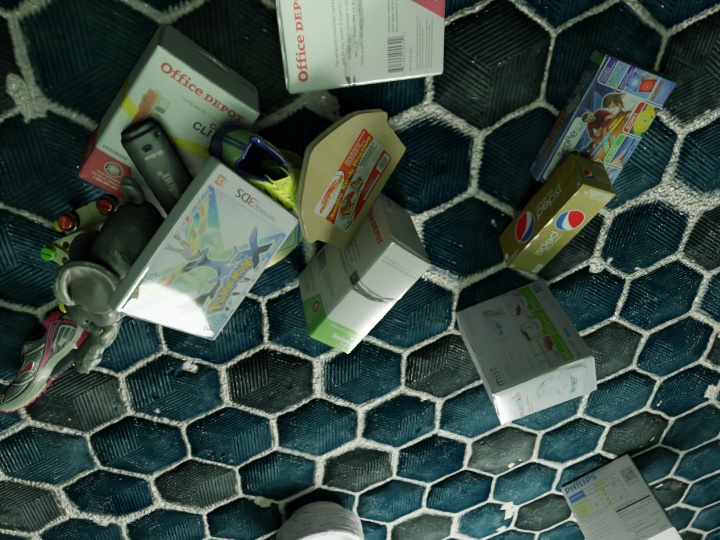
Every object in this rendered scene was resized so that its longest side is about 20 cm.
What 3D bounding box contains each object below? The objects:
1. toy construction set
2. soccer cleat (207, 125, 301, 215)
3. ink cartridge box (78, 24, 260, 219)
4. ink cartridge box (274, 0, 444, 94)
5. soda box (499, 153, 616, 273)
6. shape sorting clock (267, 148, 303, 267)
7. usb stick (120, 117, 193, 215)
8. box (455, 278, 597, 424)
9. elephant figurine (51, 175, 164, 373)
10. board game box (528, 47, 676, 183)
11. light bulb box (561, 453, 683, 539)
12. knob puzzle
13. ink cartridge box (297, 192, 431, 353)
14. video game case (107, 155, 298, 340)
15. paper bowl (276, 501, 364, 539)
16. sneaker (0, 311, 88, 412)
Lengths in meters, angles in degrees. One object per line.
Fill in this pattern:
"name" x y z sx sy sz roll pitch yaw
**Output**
"toy construction set" -0.350 -0.035 0.854 0.198 0.092 0.133 -23 104 -5
"soccer cleat" -0.105 -0.114 0.773 0.200 0.083 0.065 32 85 -52
"ink cartridge box" -0.241 -0.178 0.777 0.144 0.084 0.200 29 115 -31
"ink cartridge box" -0.004 -0.307 0.736 0.197 0.085 0.146 -10 128 -7
"soda box" 0.301 -0.084 0.957 0.063 0.068 0.201 11 139 -20
"shape sorting clock" -0.144 -0.080 0.869 0.199 0.039 0.202 -31 143 -27
"usb stick" -0.225 -0.091 0.763 0.055 0.033 0.202 -20 123 6
"box" 0.282 0.136 1.067 0.174 0.201 0.097 -22 129 3
"elephant figurine" -0.319 0.014 0.766 0.198 0.156 0.142 -29 170 -4
"board game box" 0.361 -0.214 0.925 0.134 0.035 0.202 11 123 -20
"light bulb box" 0.638 0.601 1.504 0.197 0.201 0.125 -33 129 12
"knob puzzle" -0.027 -0.130 0.817 0.219 0.030 0.221 -41 150 -30
"ink cartridge box" 0.000 0.000 0.930 0.083 0.146 0.200 29 116 -30
"video game case" -0.179 -0.016 0.741 0.201 0.022 0.182 -54 151 1
"paper bowl" -0.093 0.607 1.394 0.197 0.105 0.203 -6 128 -8
"sneaker" -0.510 0.143 0.967 0.200 0.081 0.075 -42 111 9
